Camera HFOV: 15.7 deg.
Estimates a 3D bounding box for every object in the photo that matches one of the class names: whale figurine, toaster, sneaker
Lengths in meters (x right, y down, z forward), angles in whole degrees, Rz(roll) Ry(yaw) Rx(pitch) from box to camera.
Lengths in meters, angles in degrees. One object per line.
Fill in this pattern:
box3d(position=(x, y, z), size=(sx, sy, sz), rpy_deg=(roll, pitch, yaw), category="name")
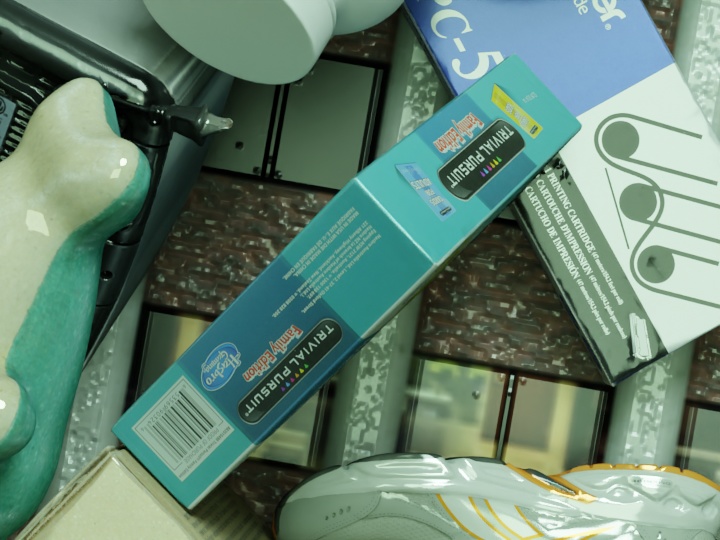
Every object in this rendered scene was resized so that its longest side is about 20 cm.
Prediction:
box3d(position=(-0.139, 0.026, 0.991), size=(0.104, 0.159, 0.200), rpy_deg=(34, 101, -34), category="whale figurine")
box3d(position=(-0.153, -0.058, 1.089), size=(0.199, 0.119, 0.181), rpy_deg=(27, 124, 3), category="toaster")
box3d(position=(0.060, 0.130, 1.132), size=(0.199, 0.076, 0.092), rpy_deg=(2, 76, 3), category="sneaker")

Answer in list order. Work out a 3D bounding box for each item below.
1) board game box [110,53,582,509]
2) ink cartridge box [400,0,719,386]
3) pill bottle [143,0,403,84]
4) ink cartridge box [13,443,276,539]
box3d(position=(0.000, 0.000, 1.058), size=(0.047, 0.200, 0.151), rpy_deg=(46, 117, 2), category="board game box")
box3d(position=(0.101, -0.059, 1.155), size=(0.094, 0.044, 0.201), rpy_deg=(-29, 89, 0), category="ink cartridge box")
box3d(position=(-0.008, -0.173, 1.031), size=(0.112, 0.113, 0.200), rpy_deg=(28, 64, 2), category="pill bottle")
box3d(position=(-0.060, 0.150, 1.081), size=(0.075, 0.200, 0.165), rpy_deg=(-44, 88, 2), category="ink cartridge box")
